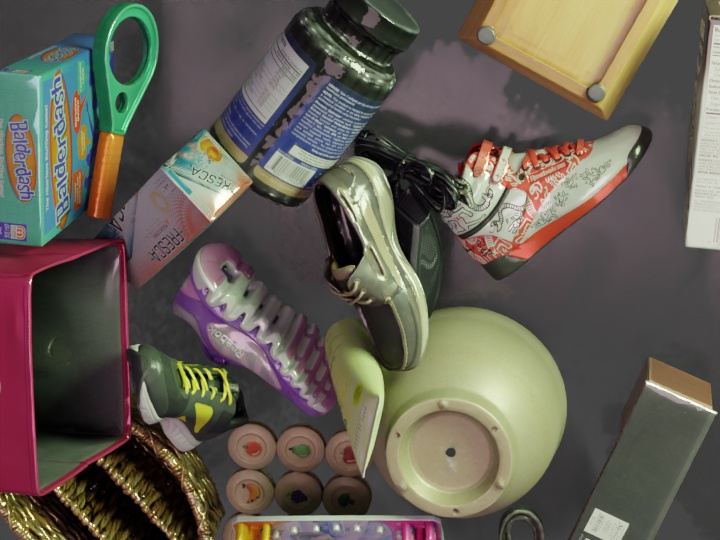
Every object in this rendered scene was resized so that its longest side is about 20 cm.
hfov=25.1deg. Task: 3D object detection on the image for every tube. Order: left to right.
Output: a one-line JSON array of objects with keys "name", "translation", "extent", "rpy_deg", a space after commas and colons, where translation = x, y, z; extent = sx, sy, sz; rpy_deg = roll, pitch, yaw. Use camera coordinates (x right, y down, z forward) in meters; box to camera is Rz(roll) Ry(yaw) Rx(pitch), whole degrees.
[{"name": "tube", "translation": [-0.001, 0.105, 1.476], "extent": [0.052, 0.200, 0.058], "rpy_deg": [-30, 113, 7]}]

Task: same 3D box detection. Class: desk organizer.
[{"name": "desk organizer", "translation": [0.263, 0.191, 1.530], "extent": [0.071, 0.077, 0.201], "rpy_deg": [23, 110, 3]}]

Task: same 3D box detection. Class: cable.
[{"name": "cable", "translation": [0.162, 0.337, 1.609], "extent": [0.096, 0.050, 0.201], "rpy_deg": [15, 111, 5]}]

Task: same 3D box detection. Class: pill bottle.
[{"name": "pill bottle", "translation": [-0.039, -0.165, 1.458], "extent": [0.112, 0.112, 0.200], "rpy_deg": [39, 110, -3]}]

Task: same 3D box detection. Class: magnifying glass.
[{"name": "magnifying glass", "translation": [-0.226, -0.148, 1.498], "extent": [0.022, 0.079, 0.202], "rpy_deg": [13, 94, 28]}]

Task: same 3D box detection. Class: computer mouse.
[{"name": "computer mouse", "translation": [0.046, -0.024, 1.500], "extent": [0.138, 0.053, 0.201], "rpy_deg": [31, 127, 37]}]

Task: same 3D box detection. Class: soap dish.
[{"name": "soap dish", "translation": [0.195, -0.249, 1.404], "extent": [0.157, 0.081, 0.201], "rpy_deg": [29, 111, 1]}]

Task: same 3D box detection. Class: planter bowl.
[{"name": "planter bowl", "translation": [0.092, 0.151, 1.521], "extent": [0.199, 0.135, 0.202], "rpy_deg": [3, 108, 9]}]

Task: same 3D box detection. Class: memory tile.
[{"name": "memory tile", "translation": [-0.064, 0.249, 1.637], "extent": [0.152, 0.017, 0.202], "rpy_deg": [4, 108, 4]}]

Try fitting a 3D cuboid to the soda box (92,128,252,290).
[{"name": "soda box", "translation": [-0.177, -0.053, 1.489], "extent": [0.068, 0.064, 0.200], "rpy_deg": [47, 146, -5]}]

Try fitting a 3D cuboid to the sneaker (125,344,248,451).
[{"name": "sneaker", "translation": [-0.164, 0.110, 1.541], "extent": [0.084, 0.200, 0.075], "rpy_deg": [-18, 68, 4]}]

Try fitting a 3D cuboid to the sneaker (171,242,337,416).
[{"name": "sneaker", "translation": [-0.105, 0.068, 1.567], "extent": [0.200, 0.081, 0.088], "rpy_deg": [46, 123, -9]}]

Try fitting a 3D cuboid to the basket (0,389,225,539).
[{"name": "basket", "translation": [-0.239, 0.227, 1.600], "extent": [0.142, 0.149, 0.200], "rpy_deg": [-38, 96, 19]}]

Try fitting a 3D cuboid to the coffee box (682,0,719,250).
[{"name": "coffee box", "translation": [0.328, -0.128, 1.400], "extent": [0.079, 0.113, 0.202], "rpy_deg": [5, 107, 9]}]

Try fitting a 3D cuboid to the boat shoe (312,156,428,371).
[{"name": "boat shoe", "translation": [0.000, 0.000, 1.463], "extent": [0.074, 0.073, 0.201], "rpy_deg": [-16, 92, 51]}]

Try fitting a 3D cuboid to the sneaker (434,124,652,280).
[{"name": "sneaker", "translation": [0.160, -0.090, 1.467], "extent": [0.201, 0.067, 0.108], "rpy_deg": [-41, 99, 22]}]

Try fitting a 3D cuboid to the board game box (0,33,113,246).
[{"name": "board game box", "translation": [-0.275, -0.123, 1.469], "extent": [0.045, 0.200, 0.153], "rpy_deg": [6, 109, 9]}]

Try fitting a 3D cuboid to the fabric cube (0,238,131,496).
[{"name": "fabric cube", "translation": [-0.338, 0.077, 1.457], "extent": [0.198, 0.200, 0.198], "rpy_deg": [3, 100, 15]}]

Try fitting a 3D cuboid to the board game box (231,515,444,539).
[{"name": "board game box", "translation": [-0.014, 0.299, 1.578], "extent": [0.198, 0.026, 0.201], "rpy_deg": [-1, 142, 6]}]
